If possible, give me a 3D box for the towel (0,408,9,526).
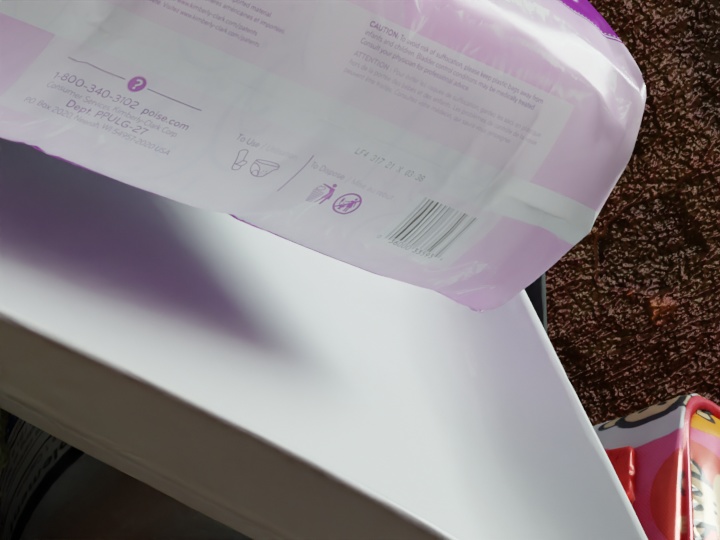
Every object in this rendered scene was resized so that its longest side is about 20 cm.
[{"bbox_3d":[-0.114,-0.001,0.574,0.200,0.036,0.148,-109,174,-71],"label":"towel"}]

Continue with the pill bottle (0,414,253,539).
[{"bbox_3d":[-0.031,0.063,0.710,0.111,0.111,0.200,63,4,-27],"label":"pill bottle"}]

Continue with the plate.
[{"bbox_3d":[-0.035,0.002,0.616,0.200,0.032,0.200,30,18,-23],"label":"plate"}]

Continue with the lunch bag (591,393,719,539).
[{"bbox_3d":[0.076,0.133,0.722,0.200,0.082,0.176,-82,149,-46],"label":"lunch bag"}]

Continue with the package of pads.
[{"bbox_3d":[-0.042,-0.069,0.606,0.200,0.076,0.121,20,25,-43],"label":"package of pads"}]

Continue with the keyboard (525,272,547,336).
[{"bbox_3d":[0.000,0.000,0.812,0.127,0.021,0.200,29,-41,34],"label":"keyboard"}]
